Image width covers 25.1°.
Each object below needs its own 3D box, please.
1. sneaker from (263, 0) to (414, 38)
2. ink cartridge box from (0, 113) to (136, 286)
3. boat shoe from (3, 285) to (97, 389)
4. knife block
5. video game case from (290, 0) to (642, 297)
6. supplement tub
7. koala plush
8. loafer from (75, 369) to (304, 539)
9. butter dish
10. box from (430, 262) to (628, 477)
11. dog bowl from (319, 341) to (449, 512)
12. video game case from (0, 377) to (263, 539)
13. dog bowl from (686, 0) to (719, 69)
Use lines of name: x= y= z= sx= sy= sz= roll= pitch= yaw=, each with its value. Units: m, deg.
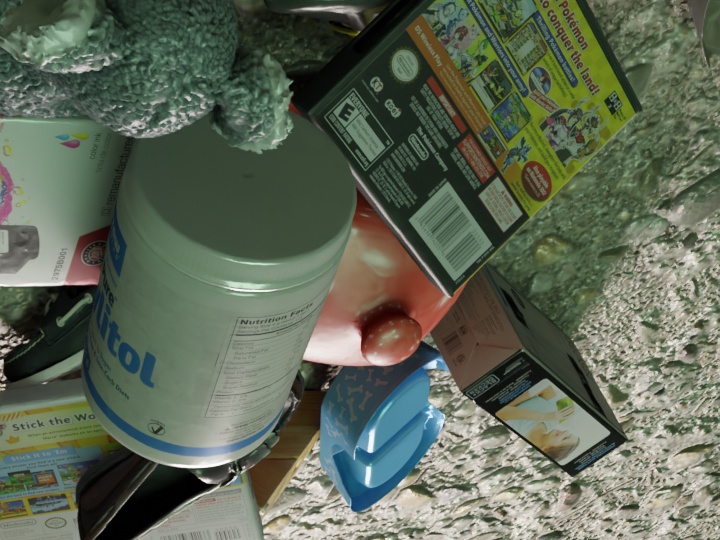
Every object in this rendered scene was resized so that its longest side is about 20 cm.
sneaker: x=0.029 y=-0.147 z=0.989 sx=0.199 sy=0.074 sz=0.085 roll=2 pitch=112 yaw=-29
ink cartridge box: x=-0.223 y=-0.065 z=0.971 sx=0.199 sy=0.083 sz=0.146 roll=-1 pitch=138 yaw=-27
boat shoe: x=-0.179 y=0.028 z=1.121 sx=0.200 sy=0.060 sz=0.076 roll=-25 pitch=-178 yaw=27
knife block: x=-0.137 y=0.132 z=1.281 sx=0.200 sy=0.175 sz=0.064 roll=-51 pitch=172 yaw=-49
video game case: x=0.072 y=-0.102 z=0.995 sx=0.181 sy=0.025 sz=0.200 roll=-44 pitch=136 yaw=-4
supplement tub: x=-0.087 y=0.011 z=0.946 sx=0.132 sy=0.132 sz=0.200 roll=-5 pitch=141 yaw=-22
koala plush: x=-0.124 y=-0.130 z=0.815 sx=0.177 sy=0.200 sz=0.184 roll=20 pitch=107 yaw=-42
loafer: x=-0.115 y=0.134 z=1.104 sx=0.200 sy=0.063 sz=0.072 roll=-35 pitch=123 yaw=22
butter dish: x=0.000 y=0.000 z=1.110 sx=0.200 sy=0.148 sz=0.200 roll=9 pitch=133 yaw=-35
box: x=0.128 y=0.075 z=1.293 sx=0.060 sy=0.117 sz=0.200 roll=-36 pitch=139 yaw=13
dog bowl: x=0.016 y=0.118 z=1.300 sx=0.111 sy=0.050 sz=0.200 roll=-40 pitch=158 yaw=-23
video game case: x=-0.182 y=0.147 z=1.166 sx=0.199 sy=0.023 sz=0.182 roll=-8 pitch=130 yaw=2
dog bowl: x=0.309 y=-0.209 z=1.092 sx=0.199 sy=0.059 sz=0.200 roll=-14 pitch=142 yaw=-11
